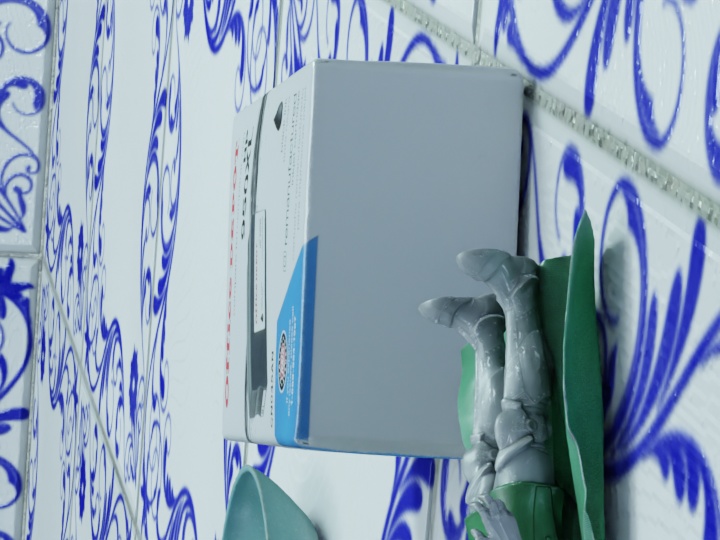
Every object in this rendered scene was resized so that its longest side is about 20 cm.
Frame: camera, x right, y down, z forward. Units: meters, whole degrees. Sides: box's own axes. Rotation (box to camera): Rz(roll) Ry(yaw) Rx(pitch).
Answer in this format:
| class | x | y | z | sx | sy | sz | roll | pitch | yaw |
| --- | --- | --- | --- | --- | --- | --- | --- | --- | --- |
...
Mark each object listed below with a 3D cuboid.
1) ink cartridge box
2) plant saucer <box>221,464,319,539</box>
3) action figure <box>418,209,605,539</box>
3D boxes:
| class | x | y | z | sx | sy | sz | roll | pitch | yaw |
| --- | --- | --- | --- | --- | --- | --- | --- | --- | --- |
| ink cartridge box | 0.000 | 0.000 | 1.179 | 0.200 | 0.084 | 0.145 | 165 | 108 | -79 |
| plant saucer | -0.044 | 0.198 | 1.494 | 0.200 | 0.036 | 0.201 | -177 | 90 | -80 |
| action figure | 0.054 | 0.095 | 0.971 | 0.118 | 0.055 | 0.201 | 120 | 147 | -61 |
